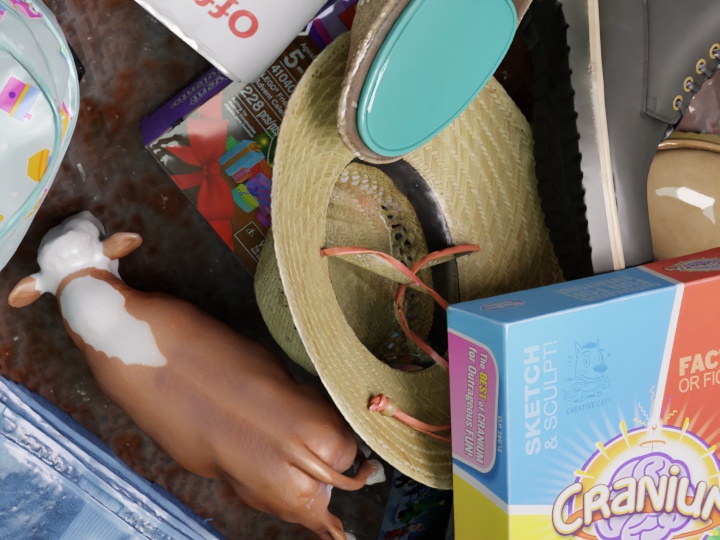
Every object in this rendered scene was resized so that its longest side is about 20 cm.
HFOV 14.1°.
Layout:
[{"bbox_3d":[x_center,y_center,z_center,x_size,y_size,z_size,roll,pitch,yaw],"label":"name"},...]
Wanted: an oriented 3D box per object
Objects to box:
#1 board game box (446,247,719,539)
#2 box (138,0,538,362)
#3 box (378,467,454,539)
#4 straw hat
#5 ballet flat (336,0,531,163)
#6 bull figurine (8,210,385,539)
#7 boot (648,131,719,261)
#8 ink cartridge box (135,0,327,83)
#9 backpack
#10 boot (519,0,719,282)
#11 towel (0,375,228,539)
[{"bbox_3d":[0.109,0.102,1.225,0.152,0.040,0.201,-12,107,-34],"label":"board game box"},{"bbox_3d":[0.013,-0.030,1.326,0.137,0.039,0.200,-37,112,5],"label":"box"},{"bbox_3d":[0.051,0.171,1.325,0.038,0.200,0.137,-19,115,18],"label":"box"},{"bbox_3d":[0.000,0.000,1.263,0.085,0.201,0.201,-14,122,43],"label":"straw hat"},{"bbox_3d":[0.043,-0.131,1.223,0.200,0.065,0.071,-51,133,-13],"label":"ballet flat"},{"bbox_3d":[-0.068,0.052,1.292,0.065,0.200,0.121,-49,148,-1],"label":"bull figurine"},{"bbox_3d":[0.203,0.019,1.289,0.174,0.200,0.066,20,110,-16],"label":"boot"},{"bbox_3d":[-0.039,-0.203,1.224,0.146,0.084,0.200,40,101,-21],"label":"ink cartridge box"},{"bbox_3d":[-0.203,-0.043,1.239,0.167,0.127,0.200,40,97,-18],"label":"backpack"},{"bbox_3d":[0.147,-0.084,1.274,0.138,0.077,0.201,-4,84,-13],"label":"boot"},{"bbox_3d":[-0.133,0.141,1.366,0.200,0.049,0.112,39,102,-21],"label":"towel"}]
